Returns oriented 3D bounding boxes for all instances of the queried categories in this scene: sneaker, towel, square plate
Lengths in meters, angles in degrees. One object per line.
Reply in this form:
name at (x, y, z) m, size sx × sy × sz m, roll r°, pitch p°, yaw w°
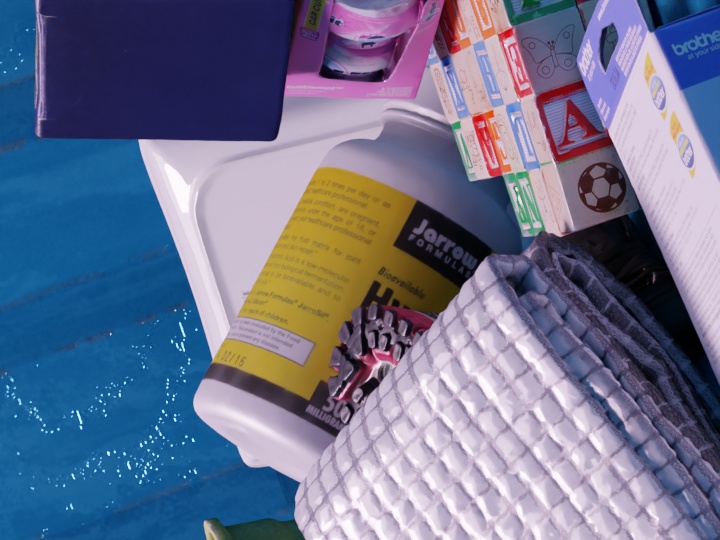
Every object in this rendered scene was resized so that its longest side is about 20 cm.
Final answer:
sneaker at (0.074, 0.071, 1.294) m, size 0.200 × 0.074 × 0.081 m, roll 40°, pitch 118°, yaw 40°
towel at (0.087, 0.109, 1.186) m, size 0.200 × 0.085 × 0.166 m, roll 50°, pitch 122°, yaw 15°
sneaker at (0.108, 0.011, 1.297) m, size 0.200 × 0.060 × 0.105 m, roll 86°, pitch 158°, yaw -73°
square plate at (0.000, 0.000, 1.536) m, size 0.028 × 0.197 × 0.201 m, roll -63°, pitch -42°, yaw -67°

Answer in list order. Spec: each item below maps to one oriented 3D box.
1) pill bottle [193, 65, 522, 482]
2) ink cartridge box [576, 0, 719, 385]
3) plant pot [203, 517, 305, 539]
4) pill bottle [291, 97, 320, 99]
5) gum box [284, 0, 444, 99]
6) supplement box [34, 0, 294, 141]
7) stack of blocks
pill bottle at (0.011, 0.006, 1.428) m, size 0.111 × 0.201 × 0.111 m, roll 27°, pitch 169°, yaw 5°
ink cartridge box at (0.141, -0.016, 1.093) m, size 0.119 × 0.042 × 0.201 m, roll 99°, pitch 147°, yaw -74°
plant pot at (0.026, 0.213, 1.759) m, size 0.200 × 0.183 × 0.201 m, roll 160°, pitch 90°, yaw -83°
pill bottle at (-0.007, -0.122, 1.567) m, size 0.111 × 0.111 × 0.201 m, roll -119°, pitch 12°, yaw -47°
gum box at (-0.002, -0.180, 1.300) m, size 0.114 × 0.066 × 0.201 m, roll 108°, pitch 162°, yaw -69°
supplement box at (-0.088, -0.168, 1.283) m, size 0.109 × 0.109 × 0.201 m, roll 99°, pitch 170°, yaw -56°
stack of blocks at (0.081, -0.077, 1.269) m, size 0.200 × 0.058 × 0.116 m, roll 180°, pitch 71°, yaw -82°
